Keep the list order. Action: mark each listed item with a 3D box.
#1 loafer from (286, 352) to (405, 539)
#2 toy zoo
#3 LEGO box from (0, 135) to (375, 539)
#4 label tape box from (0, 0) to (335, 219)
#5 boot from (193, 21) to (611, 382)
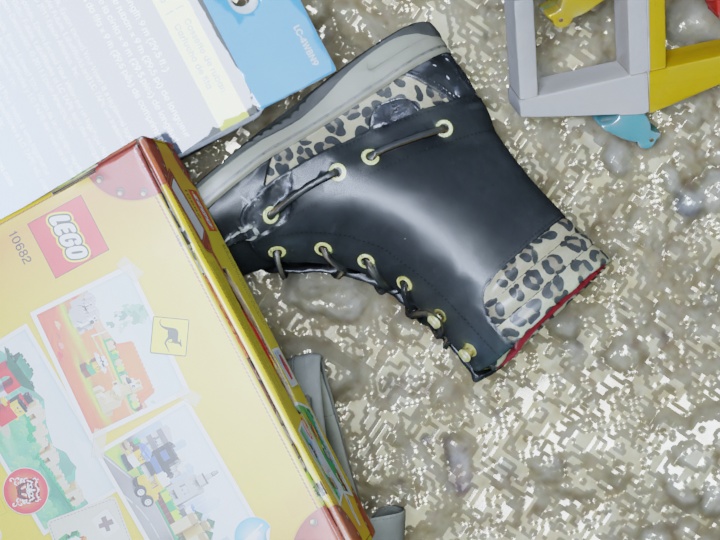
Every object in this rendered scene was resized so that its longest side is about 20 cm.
[{"bbox_3d":[-0.007,0.136,0.921,0.070,0.070,0.200,-25,93,9],"label":"loafer"},{"bbox_3d":[0.129,-0.149,0.892,0.131,0.020,0.200,-14,123,-10],"label":"toy zoo"},{"bbox_3d":[-0.107,0.064,0.839,0.149,0.077,0.200,-27,88,6],"label":"LEGO box"},{"bbox_3d":[-0.132,-0.109,0.910,0.200,0.066,0.143,-28,94,-1],"label":"label tape box"},{"bbox_3d":[0.001,-0.001,0.902,0.203,0.073,0.154,-40,82,-3],"label":"boot"}]
